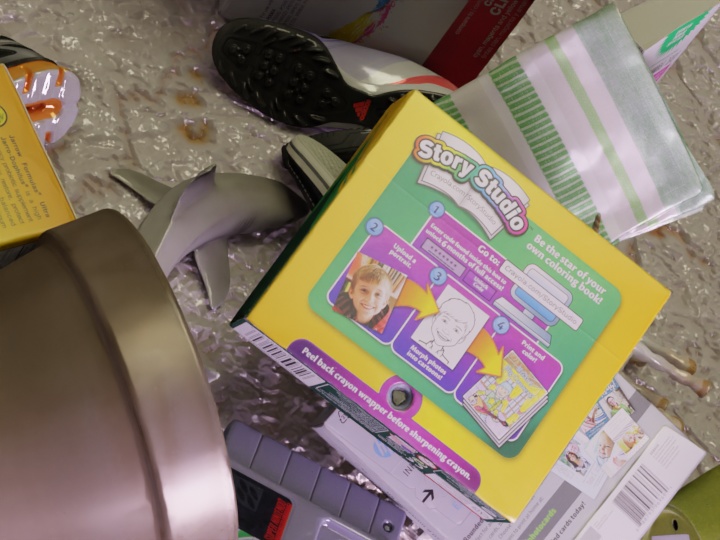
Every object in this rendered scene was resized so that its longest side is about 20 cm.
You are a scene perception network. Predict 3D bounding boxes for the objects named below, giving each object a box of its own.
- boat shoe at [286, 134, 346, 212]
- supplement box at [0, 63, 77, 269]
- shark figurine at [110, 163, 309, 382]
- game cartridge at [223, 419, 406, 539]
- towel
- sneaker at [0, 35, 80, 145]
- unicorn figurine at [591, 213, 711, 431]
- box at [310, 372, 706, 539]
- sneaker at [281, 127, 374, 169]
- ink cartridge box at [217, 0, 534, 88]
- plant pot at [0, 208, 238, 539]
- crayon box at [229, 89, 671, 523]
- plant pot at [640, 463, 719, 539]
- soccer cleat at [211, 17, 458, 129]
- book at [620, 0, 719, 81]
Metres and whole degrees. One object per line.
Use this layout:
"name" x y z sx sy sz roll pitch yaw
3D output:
"boat shoe" 0.000 0.000 1.172 0.200 0.062 0.075 59 16 9
"supplement box" -0.275 -0.024 0.968 0.200 0.109 0.110 -17 73 -34
"shark figurine" -0.108 -0.019 1.112 0.128 0.090 0.215 30 43 -7
"game cartridge" -0.054 0.189 1.018 0.130 0.038 0.200 33 44 -13
"towel" 0.117 -0.065 1.197 0.153 0.200 0.023 60 11 -13
"sneaker" -0.273 -0.099 1.086 0.200 0.078 0.077 -14 43 -39
"unicorn figurine" 0.167 0.048 1.195 0.137 0.200 0.074 34 77 -3
"box" 0.093 0.105 1.110 0.200 0.041 0.156 42 74 -6
"sneaker" 0.049 -0.051 1.247 0.200 0.060 0.104 -6 92 -7
"ink cartridge box" 0.015 -0.247 1.331 0.200 0.145 0.145 19 49 -18
"plant pot" -0.179 0.086 0.919 0.173 0.200 0.200 -18 65 -20
"crayon box" 0.054 0.022 1.060 0.200 0.058 0.173 38 76 -7
"plant pot" 0.291 0.183 1.164 0.200 0.187 0.187 -8 59 -20
"soccer cleat" -0.015 -0.138 1.292 0.200 0.068 0.073 17 25 -16
"book" 0.173 -0.125 1.295 0.048 0.200 0.134 47 45 11
